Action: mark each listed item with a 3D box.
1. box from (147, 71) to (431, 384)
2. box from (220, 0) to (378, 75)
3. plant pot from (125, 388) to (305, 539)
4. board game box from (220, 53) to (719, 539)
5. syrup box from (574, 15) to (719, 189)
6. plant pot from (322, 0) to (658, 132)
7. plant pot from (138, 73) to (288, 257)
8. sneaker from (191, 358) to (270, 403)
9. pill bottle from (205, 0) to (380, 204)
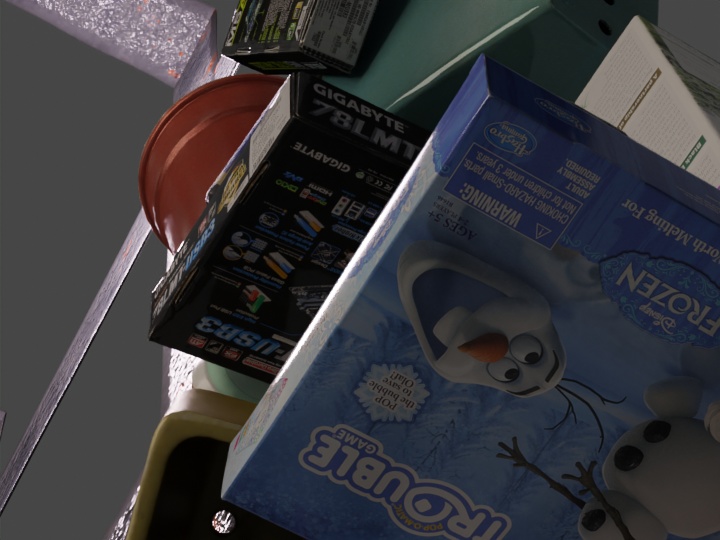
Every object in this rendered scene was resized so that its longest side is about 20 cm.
[{"bbox_3d":[0.000,0.000,0.893,0.199,0.199,0.050,-52,25,38],"label":"box"},{"bbox_3d":[-0.021,-0.233,1.003,0.201,0.047,0.193,-71,19,-1],"label":"box"},{"bbox_3d":[-0.030,0.164,0.747,0.200,0.194,0.196,-131,57,-80],"label":"plant pot"},{"bbox_3d":[0.079,0.051,0.571,0.200,0.199,0.043,-57,14,26],"label":"board game box"},{"bbox_3d":[0.156,-0.035,0.672,0.082,0.078,0.200,-57,18,24],"label":"syrup box"},{"bbox_3d":[0.086,-0.117,0.926,0.200,0.141,0.142,-34,33,41],"label":"plant pot"},{"bbox_3d":[-0.081,-0.037,1.248,0.201,0.200,0.196,-59,26,19],"label":"plant pot"},{"bbox_3d":[-0.027,0.036,1.013,0.200,0.074,0.118,-23,-20,-52],"label":"sneaker"},{"bbox_3d":[-0.015,-0.100,1.081,0.201,0.112,0.112,-56,16,-4],"label":"pill bottle"}]
